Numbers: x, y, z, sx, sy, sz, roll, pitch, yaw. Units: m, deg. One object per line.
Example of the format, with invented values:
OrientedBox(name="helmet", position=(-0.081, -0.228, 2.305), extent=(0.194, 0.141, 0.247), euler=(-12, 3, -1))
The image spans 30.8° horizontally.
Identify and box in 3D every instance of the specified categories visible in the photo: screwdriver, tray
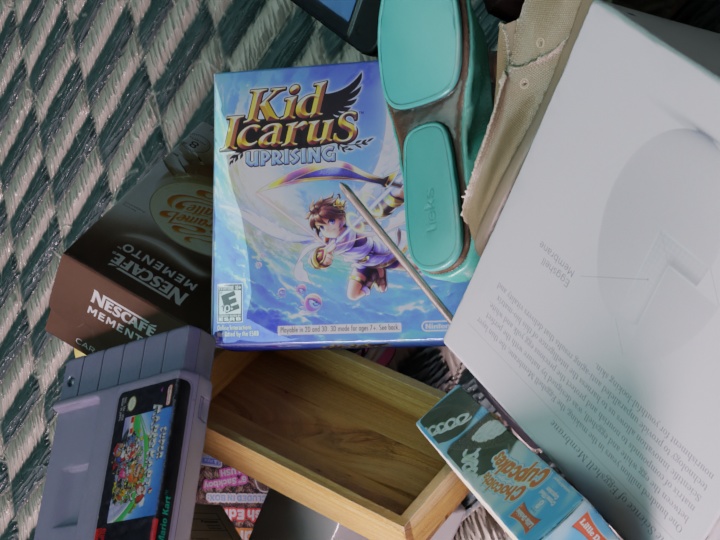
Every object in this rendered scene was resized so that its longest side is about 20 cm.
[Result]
OrientedBox(name="screwdriver", position=(0.054, 0.023, 0.774), extent=(0.200, 0.029, 0.028), euler=(55, 174, -8))
OrientedBox(name="tray", position=(-0.021, 0.099, 0.826), extent=(0.200, 0.099, 0.037), euler=(22, 140, 33))

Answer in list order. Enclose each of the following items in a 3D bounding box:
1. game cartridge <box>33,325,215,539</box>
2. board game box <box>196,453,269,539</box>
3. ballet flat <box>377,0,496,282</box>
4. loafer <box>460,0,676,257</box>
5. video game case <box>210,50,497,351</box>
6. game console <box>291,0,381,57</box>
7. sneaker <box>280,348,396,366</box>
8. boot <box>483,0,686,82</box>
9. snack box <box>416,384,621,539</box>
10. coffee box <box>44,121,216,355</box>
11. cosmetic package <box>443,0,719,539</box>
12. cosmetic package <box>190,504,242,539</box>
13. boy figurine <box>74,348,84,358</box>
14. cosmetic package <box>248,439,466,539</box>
OrientedBox(name="game cartridge", position=(-0.153, 0.138, 0.811), extent=(0.130, 0.038, 0.200), euler=(-20, 54, 41))
OrientedBox(name="board game box", position=(-0.139, 0.175, 1.064), extent=(0.159, 0.097, 0.200), euler=(-17, 71, 53))
OrientedBox(name="ballet flat", position=(0.053, -0.091, 0.774), extent=(0.067, 0.070, 0.200), euler=(-9, 82, 36))
OrientedBox(name="loafer", position=(0.105, -0.097, 0.692), extent=(0.067, 0.076, 0.200), euler=(47, 121, 43))
OrientedBox(name="video game case", position=(0.003, -0.042, 0.837), extent=(0.200, 0.045, 0.182), euler=(-2, 81, 14))
OrientedBox(name="game console", position=(-0.044, -0.277, 0.974), extent=(0.200, 0.118, 0.171), euler=(45, 121, 48))
OrientedBox(name="sneaker", position=(0.000, 0.000, 0.899), extent=(0.080, 0.086, 0.200), euler=(49, 124, 45))
OrientedBox(name="boot", position=(0.145, -0.146, 0.736), extent=(0.146, 0.070, 0.200), euler=(-31, 70, 38))
OrientedBox(name="snack box", position=(0.099, 0.133, 0.661), extent=(0.037, 0.116, 0.200), euler=(-41, 15, -2))
OrientedBox(name="coffee box", position=(-0.122, -0.009, 0.949), extent=(0.200, 0.114, 0.080), euler=(-56, -7, -50))
OrientedBox(name="cosmetic package", position=(0.169, 0.010, 0.624), extent=(0.199, 0.123, 0.200), euler=(49, 124, 45))
OrientedBox(name="cosmetic package", position=(-0.103, 0.234, 0.817), extent=(0.200, 0.103, 0.073), euler=(46, 121, 49))
OrientedBox(name="boy figurine", position=(-0.172, 0.119, 0.977), extent=(0.124, 0.064, 0.200), euler=(96, 162, -54))
OrientedBox(name="cosmetic package", position=(-0.022, 0.215, 0.885), extent=(0.090, 0.107, 0.200), euler=(45, 119, 48))
